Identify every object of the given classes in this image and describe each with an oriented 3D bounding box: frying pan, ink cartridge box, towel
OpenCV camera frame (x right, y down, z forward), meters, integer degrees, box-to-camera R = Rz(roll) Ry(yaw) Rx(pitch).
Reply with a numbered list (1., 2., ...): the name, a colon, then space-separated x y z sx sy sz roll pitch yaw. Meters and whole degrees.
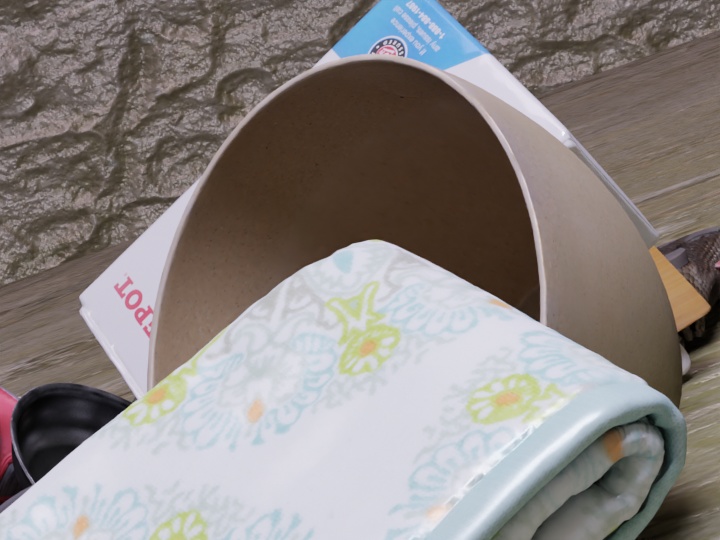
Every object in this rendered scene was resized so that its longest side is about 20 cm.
1. frying pan: -0.113 0.072 1.220 0.031 0.114 0.190 -53 32 24
2. ink cartridge box: 0.000 0.000 1.132 0.200 0.084 0.145 -44 43 3
3. towel: -0.024 0.077 0.805 0.200 0.048 0.171 -39 34 -14

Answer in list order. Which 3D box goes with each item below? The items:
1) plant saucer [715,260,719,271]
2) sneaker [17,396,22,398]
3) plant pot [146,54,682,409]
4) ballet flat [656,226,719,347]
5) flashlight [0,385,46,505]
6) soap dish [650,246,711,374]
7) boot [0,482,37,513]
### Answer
1. plant saucer: 0.301 -0.033 1.309 0.199 0.037 0.200 -13 10 41
2. sneaker: -0.219 0.102 1.363 0.199 0.077 0.111 -6 4 37
3. plant pot: 0.037 0.035 0.980 0.134 0.202 0.200 12 -17 -43
4. ballet flat: 0.158 0.011 1.368 0.067 0.047 0.200 -23 1 12
5. flashlight: -0.133 0.077 1.274 0.068 0.068 0.199 -11 -8 42
6. soap dish: 0.038 0.042 1.259 0.157 0.082 0.199 -25 8 -41
7. boot: -0.055 0.114 0.890 0.199 0.069 0.188 -16 18 29
